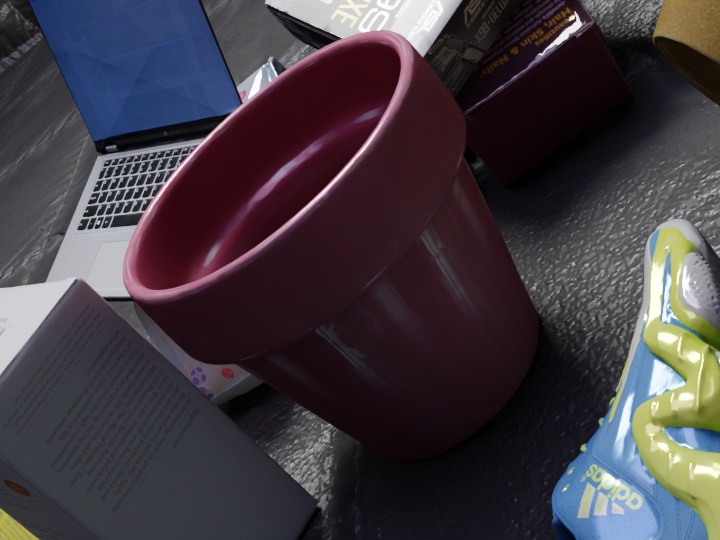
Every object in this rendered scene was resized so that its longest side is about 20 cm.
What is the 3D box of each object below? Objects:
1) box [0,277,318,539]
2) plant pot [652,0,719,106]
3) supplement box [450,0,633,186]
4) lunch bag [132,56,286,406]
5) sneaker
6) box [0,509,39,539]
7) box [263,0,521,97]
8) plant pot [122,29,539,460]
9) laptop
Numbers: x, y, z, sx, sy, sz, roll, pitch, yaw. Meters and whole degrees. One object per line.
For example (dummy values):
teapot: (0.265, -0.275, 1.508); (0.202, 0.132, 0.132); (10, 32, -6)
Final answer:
box: (-0.142, 0.108, 0.622); (0.124, 0.200, 0.098); (-5, 44, 50)
plant pot: (0.245, -0.175, 0.561); (0.201, 0.186, 0.187); (-52, 25, 7)
supplement box: (0.089, -0.174, 0.775); (0.110, 0.086, 0.201); (-35, 51, 14)
lunch bag: (-0.076, -0.022, 0.799); (0.169, 0.127, 0.201); (-32, 55, 22)
sneaker: (0.121, 0.062, 0.469); (0.105, 0.076, 0.201); (-30, 30, 25)
box: (-0.236, 0.198, 0.723); (0.117, 0.048, 0.200); (39, 81, 20)
box: (0.050, -0.223, 0.738); (0.157, 0.050, 0.201); (33, 86, 41)
plant pot: (0.000, 0.000, 0.611); (0.199, 0.179, 0.201); (-33, 27, 19)
laptop: (-0.177, -0.093, 0.762); (0.186, 0.116, 0.202); (-2, 63, 44)
